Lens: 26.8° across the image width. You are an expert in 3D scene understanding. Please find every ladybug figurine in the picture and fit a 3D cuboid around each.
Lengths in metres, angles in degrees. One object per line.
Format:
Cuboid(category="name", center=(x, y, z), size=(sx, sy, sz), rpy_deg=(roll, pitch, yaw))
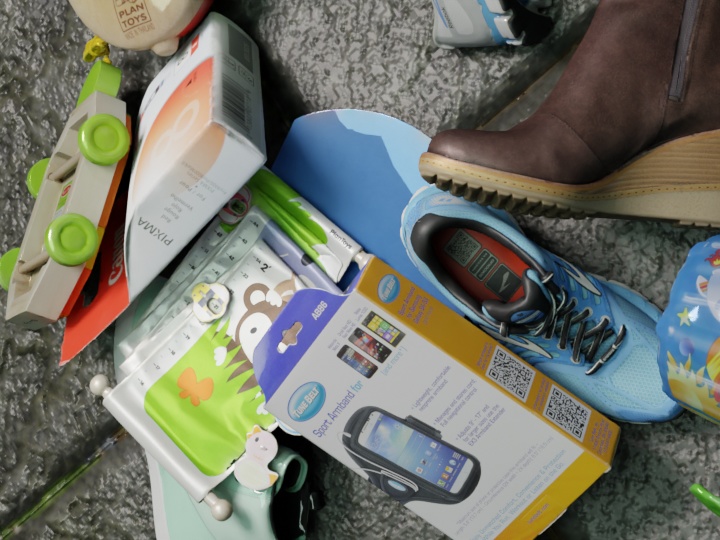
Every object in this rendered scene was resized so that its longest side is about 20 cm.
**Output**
Cuboid(category="ladybug figurine", center=(-0.144, -0.237, 1.010), size=(0.135, 0.072, 0.202), rpy_deg=(-15, 80, 29))

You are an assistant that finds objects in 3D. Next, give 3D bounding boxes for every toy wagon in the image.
Cuboid(category="toy wagon", center=(-0.191, -0.061, 1.012), size=(0.155, 0.039, 0.202), rpy_deg=(-17, 55, 63))

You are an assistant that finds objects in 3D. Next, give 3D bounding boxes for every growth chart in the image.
Cuboid(category="growth chart", center=(-0.076, 0.041, 0.944), size=(0.144, 0.018, 0.201), rpy_deg=(34, 91, 15))

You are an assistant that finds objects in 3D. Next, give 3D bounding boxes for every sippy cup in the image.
Cuboid(category="sippy cup", center=(0.232, 0.041, 0.794), size=(0.130, 0.177, 0.141), rpy_deg=(16, 126, 37))

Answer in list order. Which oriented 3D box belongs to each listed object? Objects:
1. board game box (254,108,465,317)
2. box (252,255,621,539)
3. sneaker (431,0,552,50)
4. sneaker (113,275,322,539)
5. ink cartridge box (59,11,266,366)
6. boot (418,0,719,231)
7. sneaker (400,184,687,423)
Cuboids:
Cuboid(category="board game box", center=(0.000, 0.000, 0.961), size=(0.157, 0.039, 0.201), rpy_deg=(32, 107, 17))
Cuboid(category="box", center=(0.036, 0.079, 0.876), size=(0.199, 0.042, 0.119), rpy_deg=(36, 129, -3))
Cuboid(category="sneaker", center=(0.041, -0.222, 0.901), size=(0.086, 0.075, 0.201), rpy_deg=(-8, 105, 39))
Cuboid(category="sneaker", center=(-0.087, 0.095, 0.983), size=(0.117, 0.074, 0.202), rpy_deg=(-10, 95, 33))
Cuboid(category="ink cartridge box", center=(-0.142, -0.056, 0.975), size=(0.200, 0.050, 0.163), rpy_deg=(-42, 27, 19))
Cuboid(category="boot", center=(0.134, -0.113, 0.839), size=(0.198, 0.072, 0.168), rpy_deg=(5, 87, -9))
Cuboid(category="sneaker", center=(0.102, 0.027, 0.861), size=(0.199, 0.090, 0.079), rpy_deg=(33, 103, 2))
